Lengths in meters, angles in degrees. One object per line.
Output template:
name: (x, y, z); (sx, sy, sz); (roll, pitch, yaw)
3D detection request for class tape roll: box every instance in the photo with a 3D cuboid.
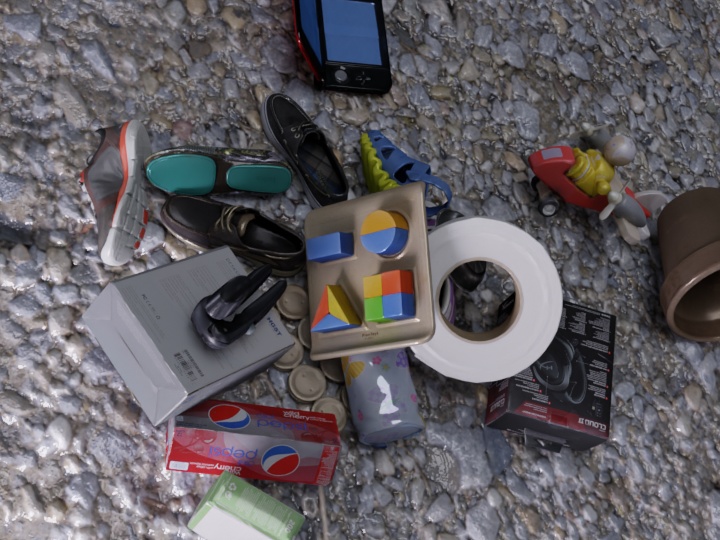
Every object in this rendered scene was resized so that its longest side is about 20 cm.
tape roll: (0.143, 0.034, 1.240); (0.202, 0.071, 0.203); (0, 96, 4)

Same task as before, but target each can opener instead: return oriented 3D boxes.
can opener: (-0.132, 0.039, 1.172); (0.063, 0.079, 0.200); (56, 21, 0)

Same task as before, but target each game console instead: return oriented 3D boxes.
game console: (-0.029, -0.372, 1.461); (0.172, 0.119, 0.200); (1, 67, -17)

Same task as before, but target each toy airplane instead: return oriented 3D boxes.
toy airplane: (0.363, -0.131, 1.469); (0.200, 0.141, 0.199); (43, 39, 20)

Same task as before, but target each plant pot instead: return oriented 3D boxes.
plant pot: (0.510, -0.021, 1.463); (0.200, 0.200, 0.175); (2, 49, -18)

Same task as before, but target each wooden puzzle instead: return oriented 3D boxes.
wooden puzzle: (0.000, 0.000, 1.220); (0.046, 0.185, 0.200); (16, 67, -50)

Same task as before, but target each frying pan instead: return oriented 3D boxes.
frying pan: (0.154, -0.014, 1.348); (0.190, 0.031, 0.115); (33, 47, -46)

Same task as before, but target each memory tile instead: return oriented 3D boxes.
memory tile: (-0.044, 0.102, 1.305); (0.153, 0.017, 0.200); (-31, 79, -27)

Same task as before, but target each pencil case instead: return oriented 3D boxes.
pencil case: (0.023, 0.116, 1.265); (0.091, 0.083, 0.200); (-2, 68, -28)

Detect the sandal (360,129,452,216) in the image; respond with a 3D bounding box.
sandal: (0.059, -0.124, 1.376); (0.087, 0.080, 0.200); (-20, 50, -11)

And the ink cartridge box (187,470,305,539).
ink cartridge box: (-0.090, 0.307, 1.125); (0.200, 0.146, 0.048); (31, 60, -3)

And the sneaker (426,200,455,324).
sneaker: (0.096, -0.017, 1.342); (0.072, 0.114, 0.201); (-8, 67, 2)

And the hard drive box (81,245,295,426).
hard drive box: (-0.196, 0.070, 1.188); (0.156, 0.077, 0.200); (54, 35, 10)

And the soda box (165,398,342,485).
soda box: (-0.127, 0.201, 1.193); (0.200, 0.064, 0.070); (10, 24, -14)

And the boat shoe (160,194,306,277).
boat shoe: (-0.158, -0.058, 1.305); (0.200, 0.073, 0.075); (19, 63, -10)

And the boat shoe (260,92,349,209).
boat shoe: (-0.073, -0.169, 1.386); (0.070, 0.066, 0.200); (-19, 74, -25)

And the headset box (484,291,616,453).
headset box: (0.255, 0.142, 1.352); (0.149, 0.077, 0.200); (15, 64, -11)

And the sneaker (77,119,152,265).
sneaker: (-0.319, -0.096, 1.285); (0.082, 0.077, 0.200); (-2, 64, 10)

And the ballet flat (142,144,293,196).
ballet flat: (-0.191, -0.135, 1.338); (0.200, 0.072, 0.072); (2, 66, -22)
